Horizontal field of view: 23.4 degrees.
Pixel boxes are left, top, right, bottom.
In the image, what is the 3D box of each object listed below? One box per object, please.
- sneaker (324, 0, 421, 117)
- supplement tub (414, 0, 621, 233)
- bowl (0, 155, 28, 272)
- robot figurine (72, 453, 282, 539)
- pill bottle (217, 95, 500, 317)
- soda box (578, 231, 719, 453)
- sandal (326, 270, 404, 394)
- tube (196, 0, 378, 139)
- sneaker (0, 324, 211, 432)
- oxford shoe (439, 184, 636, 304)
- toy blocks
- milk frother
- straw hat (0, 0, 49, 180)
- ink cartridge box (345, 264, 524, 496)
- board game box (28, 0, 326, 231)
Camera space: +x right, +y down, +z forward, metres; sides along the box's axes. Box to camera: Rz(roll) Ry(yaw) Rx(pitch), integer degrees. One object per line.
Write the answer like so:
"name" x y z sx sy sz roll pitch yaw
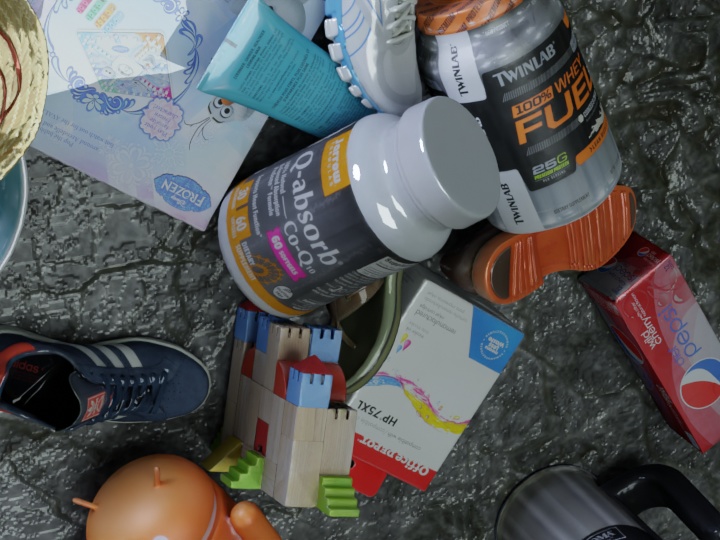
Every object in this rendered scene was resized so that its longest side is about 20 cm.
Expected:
"sneaker" 0.017 -0.210 1.277 0.075 0.086 0.202 -35 111 -51
"supplement tub" 0.120 -0.140 1.362 0.122 0.123 0.201 -32 120 -9
"bowl" -0.329 -0.066 1.191 0.199 0.105 0.203 -2 101 -11
"robot figurine" -0.143 0.225 1.389 0.117 0.143 0.200 -51 131 -17
"pill bottle" -0.002 -0.048 1.296 0.199 0.117 0.116 -25 128 35
"soda box" 0.276 0.065 1.547 0.070 0.063 0.200 -38 121 -5
"sandal" 0.000 -0.001 1.394 0.057 0.080 0.203 12 96 -32
"tube" -0.037 -0.134 1.300 0.199 0.050 0.078 24 95 -50
"sneaker" -0.203 0.094 1.335 0.198 0.084 0.076 6 108 -26
"oxford shoe" 0.152 -0.032 1.456 0.199 0.073 0.072 -20 113 -36
"toy blocks" -0.055 0.098 1.352 0.099 0.200 0.138 5 97 -25
"milk frother" 0.243 0.295 1.551 0.179 0.188 0.202 -15 116 -17
"straw hat" -0.304 -0.126 1.088 0.200 0.085 0.203 -11 111 -29
"ink cartridge box" 0.032 0.102 1.452 0.116 0.067 0.201 27 98 -30
"board game box" -0.153 -0.159 1.280 0.199 0.043 0.200 27 97 -30
